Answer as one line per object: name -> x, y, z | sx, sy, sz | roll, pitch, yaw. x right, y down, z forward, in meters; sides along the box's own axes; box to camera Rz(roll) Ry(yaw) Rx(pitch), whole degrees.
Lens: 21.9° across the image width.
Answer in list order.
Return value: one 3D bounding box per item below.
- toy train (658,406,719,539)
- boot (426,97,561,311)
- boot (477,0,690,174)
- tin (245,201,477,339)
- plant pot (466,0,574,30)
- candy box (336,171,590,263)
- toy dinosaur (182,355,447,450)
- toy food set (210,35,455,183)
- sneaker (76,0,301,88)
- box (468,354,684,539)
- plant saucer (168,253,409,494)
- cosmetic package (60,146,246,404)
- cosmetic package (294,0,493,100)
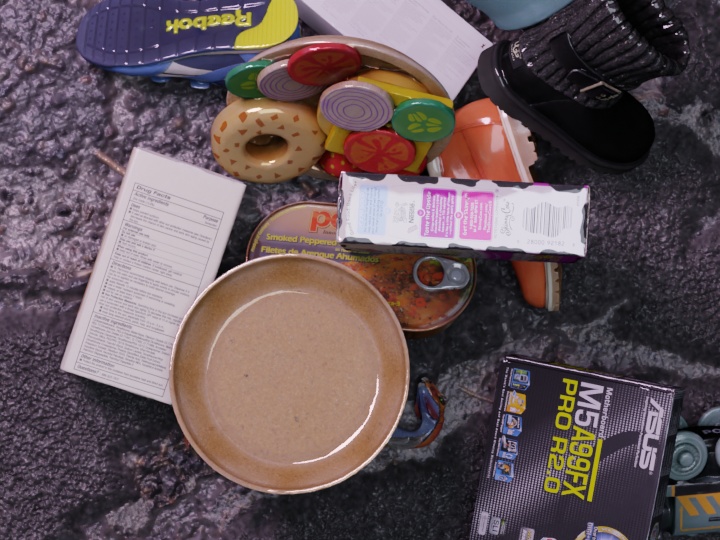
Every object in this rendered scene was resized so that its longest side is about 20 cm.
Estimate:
toy train -> 0.333, 0.185, 1.679 | 0.200, 0.085, 0.114 | -5, 104, -7
boot -> 0.118, -0.052, 1.641 | 0.107, 0.075, 0.200 | -16, 99, 9
boot -> 0.219, -0.160, 1.565 | 0.211, 0.158, 0.080 | 21, 54, -40
tin -> 0.000, 0.000, 1.617 | 0.200, 0.042, 0.112 | 5, 75, -4
plant pot -> 0.114, -0.312, 1.562 | 0.200, 0.200, 0.188 | -44, 114, -3
candy box -> 0.083, -0.042, 1.533 | 0.200, 0.136, 0.061 | 3, 88, 2
toy dinosaur -> -0.021, 0.119, 1.640 | 0.181, 0.200, 0.105 | 27, 58, -35
toy food set -> -0.020, -0.127, 1.556 | 0.200, 0.198, 0.049 | 13, 57, -11
sneaker -> -0.143, -0.190, 1.582 | 0.200, 0.082, 0.074 | 2, 70, 14
box -> 0.187, 0.185, 1.637 | 0.160, 0.044, 0.200 | 12, 93, 23
plant saucer -> -0.058, 0.087, 1.550 | 0.200, 0.035, 0.200 | -1, 79, 4
cosmetic package -> -0.177, 0.003, 1.594 | 0.105, 0.071, 0.200 | 20, 91, -8
cosmetic package -> 0.010, -0.223, 1.607 | 0.200, 0.051, 0.083 | 39, 79, -12
